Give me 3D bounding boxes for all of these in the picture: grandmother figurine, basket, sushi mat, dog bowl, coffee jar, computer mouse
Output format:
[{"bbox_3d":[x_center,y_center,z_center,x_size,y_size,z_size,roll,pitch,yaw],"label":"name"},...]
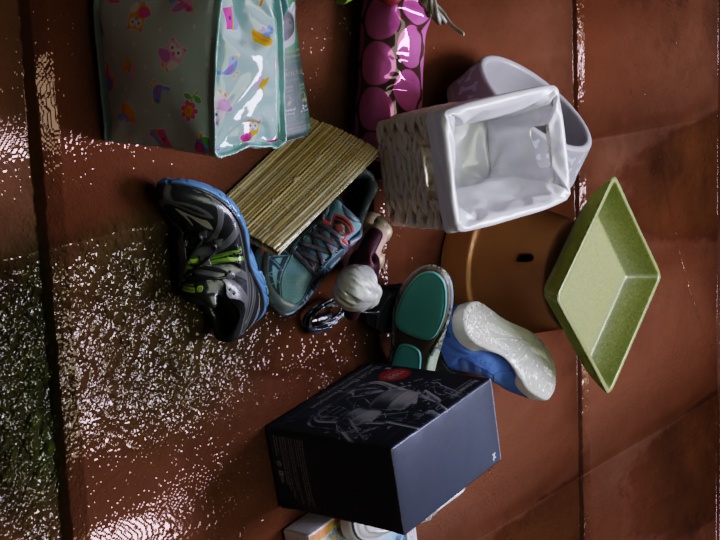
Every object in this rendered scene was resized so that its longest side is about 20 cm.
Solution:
[{"bbox_3d":[0.000,0.000,1.599,0.200,0.060,0.123,-70,166,-75],"label":"grandmother figurine"},{"bbox_3d":[0.124,-0.126,1.626,0.198,0.122,0.138,-17,103,-42],"label":"basket"},{"bbox_3d":[-0.070,-0.093,1.548,0.200,0.095,0.012,-47,154,-38],"label":"sushi mat"},{"bbox_3d":[0.204,-0.189,1.809,0.199,0.201,0.059,-6,141,-52],"label":"dog bowl"},{"bbox_3d":[-0.110,-0.231,1.479,0.104,0.085,0.203,-18,110,-46],"label":"coffee jar"},{"bbox_3d":[0.001,0.044,1.709,0.199,0.034,0.059,-3,123,-48],"label":"computer mouse"}]

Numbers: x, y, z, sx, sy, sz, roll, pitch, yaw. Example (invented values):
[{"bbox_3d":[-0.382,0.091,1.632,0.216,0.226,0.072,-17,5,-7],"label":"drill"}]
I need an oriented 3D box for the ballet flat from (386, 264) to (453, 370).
[{"bbox_3d":[0.072,0.071,1.740,0.074,0.074,0.202,-22,137,-49],"label":"ballet flat"}]

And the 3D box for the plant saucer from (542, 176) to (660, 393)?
[{"bbox_3d":[0.301,0.018,1.850,0.200,0.047,0.201,56,52,-40],"label":"plant saucer"}]

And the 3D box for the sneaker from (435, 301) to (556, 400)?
[{"bbox_3d":[0.155,0.107,1.842,0.199,0.110,0.078,33,61,-35],"label":"sneaker"}]

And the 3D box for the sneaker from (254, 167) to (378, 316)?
[{"bbox_3d":[-0.046,-0.041,1.568,0.079,0.095,0.201,40,56,-19],"label":"sneaker"}]

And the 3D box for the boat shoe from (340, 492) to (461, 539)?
[{"bbox_3d":[0.057,0.269,1.704,0.199,0.069,0.072,-13,101,-51],"label":"boat shoe"}]

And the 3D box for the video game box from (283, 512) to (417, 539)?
[{"bbox_3d":[-0.003,0.352,1.727,0.199,0.046,0.185,-27,112,-48],"label":"video game box"}]

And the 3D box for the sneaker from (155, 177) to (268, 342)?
[{"bbox_3d":[-0.152,-0.009,1.464,0.083,0.070,0.201,-57,138,-39],"label":"sneaker"}]

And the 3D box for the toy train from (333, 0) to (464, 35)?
[{"bbox_3d":[0.015,-0.314,1.565,0.115,0.201,0.085,-25,158,-36],"label":"toy train"}]

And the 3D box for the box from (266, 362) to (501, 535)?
[{"bbox_3d":[0.029,0.194,1.636,0.199,0.180,0.106,-29,116,-47],"label":"box"}]

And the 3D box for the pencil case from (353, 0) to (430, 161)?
[{"bbox_3d":[0.042,-0.225,1.678,0.092,0.091,0.203,2,95,-17],"label":"pencil case"}]

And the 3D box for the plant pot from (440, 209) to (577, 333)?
[{"bbox_3d":[0.214,-0.002,1.887,0.199,0.139,0.203,-7,100,-51],"label":"plant pot"}]

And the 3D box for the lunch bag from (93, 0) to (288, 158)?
[{"bbox_3d":[-0.157,-0.217,1.348,0.121,0.169,0.203,-15,109,-49],"label":"lunch bag"}]
